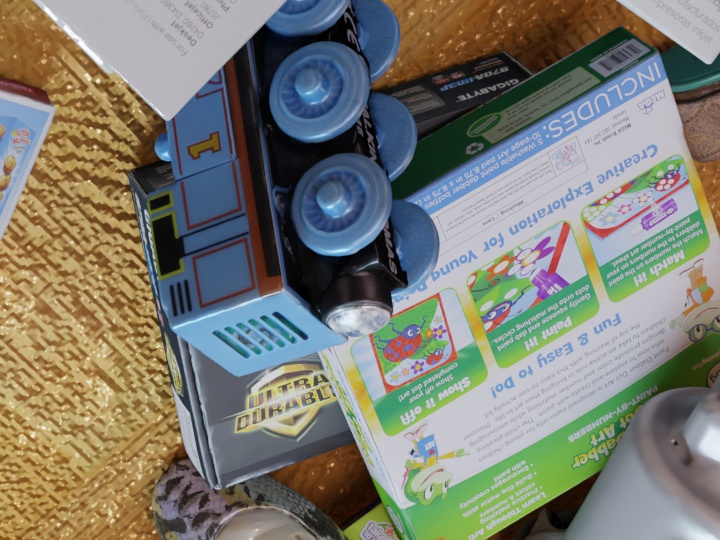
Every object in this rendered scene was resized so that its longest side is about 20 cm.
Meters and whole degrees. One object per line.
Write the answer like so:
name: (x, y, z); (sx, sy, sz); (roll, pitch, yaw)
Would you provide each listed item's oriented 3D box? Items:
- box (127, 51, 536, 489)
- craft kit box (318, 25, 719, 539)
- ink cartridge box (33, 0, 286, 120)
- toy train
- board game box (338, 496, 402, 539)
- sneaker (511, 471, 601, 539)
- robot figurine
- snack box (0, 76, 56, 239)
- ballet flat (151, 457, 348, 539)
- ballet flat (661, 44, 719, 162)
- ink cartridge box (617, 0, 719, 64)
box: (0.000, 0.000, 1.424); (0.200, 0.046, 0.159); (-18, 120, -16)
craft kit box: (0.078, 0.015, 1.414); (0.200, 0.049, 0.198); (-29, 121, -11)
ink cartridge box: (-0.079, -0.197, 1.236); (0.200, 0.147, 0.146); (-46, 124, 2)
toy train: (-0.038, -0.056, 1.306); (0.114, 0.200, 0.087); (-18, 154, 16)
board game box: (0.019, 0.229, 1.486); (0.134, 0.045, 0.200); (-36, 90, -4)
sneaker: (0.095, 0.173, 1.543); (0.200, 0.075, 0.081); (-44, 110, -2)
robot figurine: (0.157, 0.137, 1.432); (0.170, 0.113, 0.200); (-39, 160, -53)
snack box: (-0.236, -0.070, 1.301); (0.200, 0.024, 0.072); (16, 108, -29)
ballet flat: (-0.019, 0.163, 1.430); (0.200, 0.072, 0.072); (44, 92, -1)
ballet flat: (0.239, -0.104, 1.453); (0.200, 0.068, 0.067); (-18, 124, 11)
ink cartridge box: (0.136, -0.226, 1.317); (0.145, 0.145, 0.200); (32, 98, -31)
